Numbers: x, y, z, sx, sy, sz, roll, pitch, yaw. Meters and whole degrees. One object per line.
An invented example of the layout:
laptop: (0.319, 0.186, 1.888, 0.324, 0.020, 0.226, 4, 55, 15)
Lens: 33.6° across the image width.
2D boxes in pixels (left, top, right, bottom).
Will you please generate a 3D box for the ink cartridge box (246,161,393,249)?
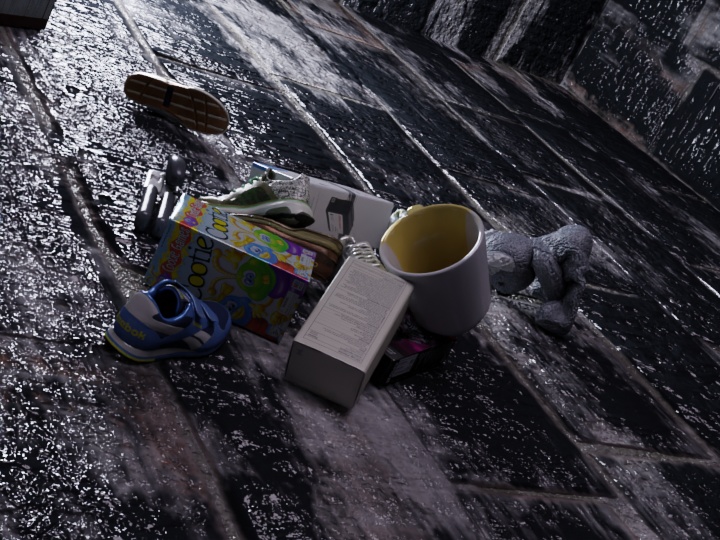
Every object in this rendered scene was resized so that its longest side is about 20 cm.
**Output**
ink cartridge box: (-0.070, -0.104, 1.933, 0.200, 0.084, 0.145, 12, 7, -35)

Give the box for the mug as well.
mug: (0.124, -0.002, 1.704, 0.149, 0.153, 0.187, -1, 43, 24)

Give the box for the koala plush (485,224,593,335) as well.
koala plush: (0.297, -0.013, 2.121, 0.199, 0.184, 0.177, 15, 21, 0)

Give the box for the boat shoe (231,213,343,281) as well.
boat shoe: (-0.128, -0.034, 1.764, 0.199, 0.068, 0.072, 14, -14, 10)

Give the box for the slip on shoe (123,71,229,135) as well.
slip on shoe: (-0.330, -0.304, 2.159, 0.199, 0.076, 0.061, 19, 10, -6)

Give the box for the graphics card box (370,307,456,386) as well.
graphics card box: (0.040, 0.096, 1.702, 0.125, 0.051, 0.200, 37, 24, 23)

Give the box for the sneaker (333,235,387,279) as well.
sneaker: (0.000, 0.000, 1.753, 0.076, 0.081, 0.200, -1, 10, -19)

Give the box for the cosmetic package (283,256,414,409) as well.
cosmetic package: (-0.012, 0.077, 1.559, 0.103, 0.073, 0.200, 24, 40, 8)

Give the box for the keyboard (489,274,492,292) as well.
keyboard: (0.133, -0.013, 2.008, 0.200, 0.056, 0.011, 23, 53, 27)

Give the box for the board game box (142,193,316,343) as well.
board game box: (-0.174, -0.004, 1.600, 0.199, 0.105, 0.103, 24, 22, -7)

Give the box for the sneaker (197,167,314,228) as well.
sneaker: (-0.155, -0.112, 1.813, 0.199, 0.089, 0.077, 3, -21, 23)

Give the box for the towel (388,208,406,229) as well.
towel: (0.105, 0.001, 1.896, 0.171, 0.048, 0.200, 56, 15, -16)

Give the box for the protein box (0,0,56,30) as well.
protein box: (-0.696, -0.559, 2.205, 0.198, 0.135, 0.200, 38, 23, 25)

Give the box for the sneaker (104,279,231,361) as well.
sneaker: (-0.217, 0.056, 1.443, 0.074, 0.082, 0.200, 35, 20, 22)

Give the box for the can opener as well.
can opener: (-0.295, -0.118, 1.768, 0.053, 0.067, 0.200, 22, 22, -13)
